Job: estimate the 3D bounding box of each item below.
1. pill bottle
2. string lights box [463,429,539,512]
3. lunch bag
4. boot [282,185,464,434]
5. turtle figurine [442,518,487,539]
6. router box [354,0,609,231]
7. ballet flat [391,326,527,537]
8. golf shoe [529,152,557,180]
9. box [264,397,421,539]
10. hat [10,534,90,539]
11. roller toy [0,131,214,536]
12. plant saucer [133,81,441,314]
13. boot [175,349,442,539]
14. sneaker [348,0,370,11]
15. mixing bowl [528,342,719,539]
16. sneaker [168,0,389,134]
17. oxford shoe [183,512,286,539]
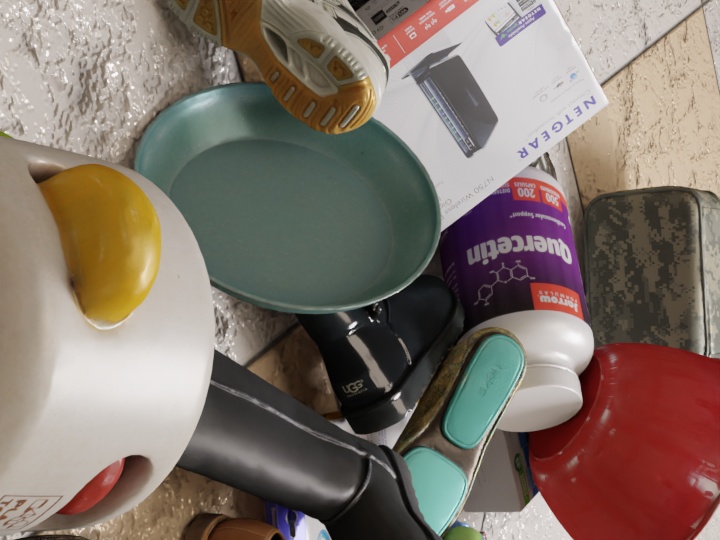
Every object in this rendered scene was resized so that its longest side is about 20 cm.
[{"bbox_3d":[0.125,0.022,1.131,0.112,0.112,0.202,38,37,-48],"label":"pill bottle"},{"bbox_3d":[0.147,0.124,1.242,0.200,0.059,0.104,-32,111,-54],"label":"string lights box"},{"bbox_3d":[0.321,0.016,1.453,0.167,0.138,0.202,-1,87,-56],"label":"lunch bag"},{"bbox_3d":[0.000,0.000,1.015,0.169,0.076,0.200,63,26,-16],"label":"boot"},{"bbox_3d":[0.072,0.296,0.997,0.143,0.200,0.195,-16,125,-19],"label":"turtle figurine"},{"bbox_3d":[0.064,-0.134,1.041,0.180,0.199,0.049,49,5,-41],"label":"router box"},{"bbox_3d":[0.054,0.130,1.016,0.201,0.070,0.071,-58,135,-15],"label":"ballet flat"},{"bbox_3d":[0.131,-0.097,1.253,0.095,0.077,0.202,-66,142,-62],"label":"golf shoe"},{"bbox_3d":[-0.011,0.162,1.015,0.199,0.041,0.120,-3,88,-55],"label":"box"},{"bbox_3d":[-0.164,0.167,0.656,0.200,0.199,0.082,-7,83,-57],"label":"hat"},{"bbox_3d":[-0.171,0.031,0.649,0.139,0.199,0.184,10,95,-55],"label":"roller toy"},{"bbox_3d":[-0.048,-0.041,0.894,0.200,0.199,0.036,-55,170,-44],"label":"plant saucer"},{"bbox_3d":[-0.041,0.133,0.852,0.200,0.066,0.165,36,15,-33],"label":"boot"},{"bbox_3d":[0.025,-0.192,1.060,0.200,0.075,0.115,-15,78,-60],"label":"sneaker"},{"bbox_3d":[0.206,0.135,1.137,0.108,0.200,0.201,30,55,-14],"label":"mixing bowl"},{"bbox_3d":[-0.060,-0.177,0.927,0.200,0.075,0.088,49,30,-7],"label":"sneaker"},{"bbox_3d":[-0.052,0.251,0.909,0.071,0.071,0.202,-46,125,-51],"label":"oxford shoe"}]
